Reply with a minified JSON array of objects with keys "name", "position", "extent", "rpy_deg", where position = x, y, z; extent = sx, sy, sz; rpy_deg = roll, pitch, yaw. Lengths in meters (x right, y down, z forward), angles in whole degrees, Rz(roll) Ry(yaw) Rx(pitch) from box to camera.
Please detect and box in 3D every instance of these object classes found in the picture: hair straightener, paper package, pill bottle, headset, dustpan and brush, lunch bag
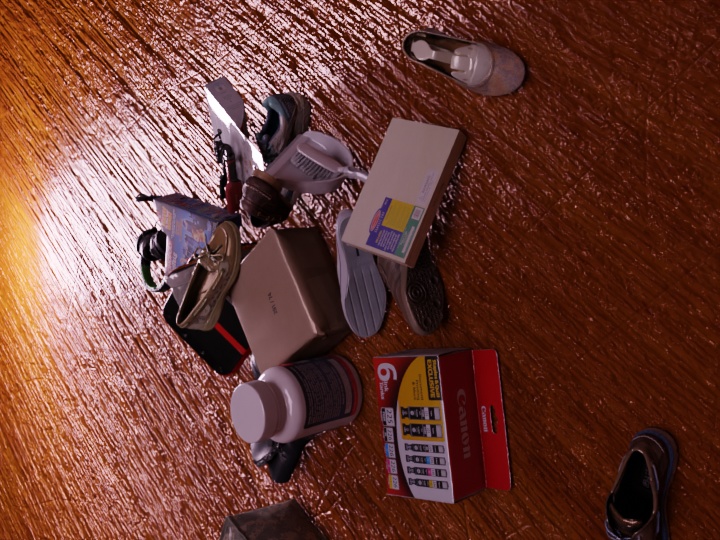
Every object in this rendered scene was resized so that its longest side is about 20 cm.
[{"name":"hair straightener","position":[-0.246,-0.184,1.393],"extent":[0.078,0.040,0.201],"rpy_deg":[55,165,23]},{"name":"paper package","position":[-0.121,0.056,1.331],"extent":[0.190,0.102,0.203],"rpy_deg":[-41,66,40]},{"name":"pill bottle","position":[-0.103,0.208,1.258],"extent":[0.118,0.198,0.123],"rpy_deg":[5,98,44]},{"name":"headset","position":[-0.435,-0.057,1.648],"extent":[0.122,0.093,0.205],"rpy_deg":[0,87,45]},{"name":"dustpan and brush","position":[-0.041,-0.160,1.239],"extent":[0.197,0.140,0.058],"rpy_deg":[29,139,9]},{"name":"lunch bag","position":[-0.132,0.510,1.345],"extent":[0.199,0.162,0.119],"rpy_deg":[39,114,37]}]

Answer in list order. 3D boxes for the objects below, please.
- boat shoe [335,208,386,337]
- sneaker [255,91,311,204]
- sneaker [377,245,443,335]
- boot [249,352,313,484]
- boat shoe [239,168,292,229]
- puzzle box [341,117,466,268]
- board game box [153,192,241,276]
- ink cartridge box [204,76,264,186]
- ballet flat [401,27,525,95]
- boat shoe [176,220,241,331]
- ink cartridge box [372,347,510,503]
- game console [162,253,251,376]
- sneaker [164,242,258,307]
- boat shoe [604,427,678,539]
[{"name":"boat shoe","position":[0.000,0.000,1.233],"extent":[0.067,0.072,0.205],"rpy_deg":[-114,19,-73]},{"name":"sneaker","position":[-0.145,-0.203,1.340],"extent":[0.077,0.085,0.205],"rpy_deg":[15,105,43]},{"name":"sneaker","position":[0.067,0.005,1.168],"extent":[0.075,0.069,0.204],"rpy_deg":[-37,61,55]},{"name":"boot","position":[-0.162,0.261,1.411],"extent":[0.201,0.076,0.169],"rpy_deg":[48,122,24]},{"name":"boat shoe","position":[-0.156,-0.102,1.246],"extent":[0.069,0.200,0.071],"rpy_deg":[25,84,7]},{"name":"puzzle box","position":[0.060,-0.115,1.127],"extent":[0.132,0.025,0.203],"rpy_deg":[21,86,42]},{"name":"board game box","position":[-0.329,-0.059,1.546],"extent":[0.198,0.061,0.203],"rpy_deg":[34,127,30]},{"name":"ink cartridge box","position":[-0.200,-0.216,1.375],"extent":[0.201,0.047,0.161],"rpy_deg":[50,157,28]},{"name":"ballet flat","position":[0.130,-0.283,1.062],"extent":[0.198,0.066,0.069],"rpy_deg":[29,114,40]},{"name":"boat shoe","position":[-0.259,0.011,1.349],"extent":[0.073,0.062,0.204],"rpy_deg":[29,106,42]},{"name":"ink cartridge box","position":[0.114,0.216,1.118],"extent":[0.174,0.083,0.205],"rpy_deg":[-9,87,45]},{"name":"game console","position":[-0.285,0.090,1.511],"extent":[0.200,0.031,0.178],"rpy_deg":[42,121,7]},{"name":"sneaker","position":[-0.251,0.014,1.433],"extent":[0.076,0.196,0.094],"rpy_deg":[-118,8,-78]},{"name":"boat shoe","position":[0.318,0.287,0.921],"extent":[0.071,0.071,0.205],"rpy_deg":[11,102,44]}]
